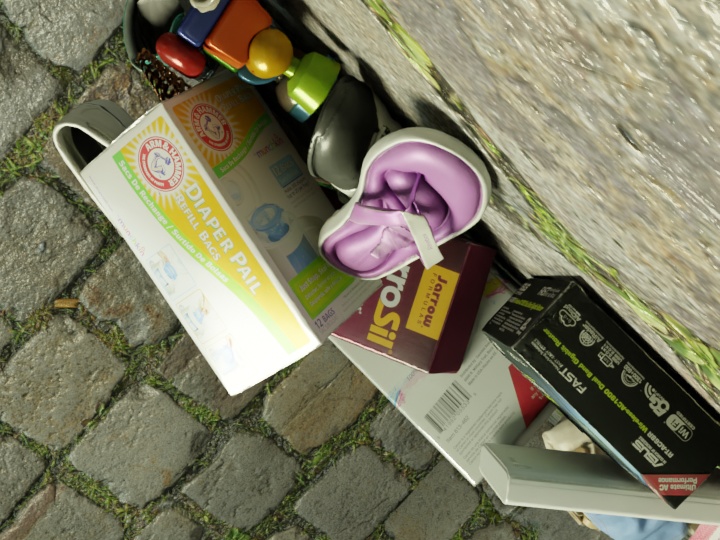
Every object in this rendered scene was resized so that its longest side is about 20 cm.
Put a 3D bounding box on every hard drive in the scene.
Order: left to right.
[{"bbox_3d":[0.199,0.165,0.853,0.196,0.027,0.132,7,180,-2],"label":"hard drive"}]

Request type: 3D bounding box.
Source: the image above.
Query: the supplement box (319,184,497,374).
[{"bbox_3d":[0.000,0.000,0.924,0.197,0.112,0.085,20,-176,21],"label":"supplement box"}]

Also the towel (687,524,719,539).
[{"bbox_3d":[0.271,0.237,0.821,0.030,0.146,0.200,48,179,-5],"label":"towel"}]

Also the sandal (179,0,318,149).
[{"bbox_3d":[-0.084,-0.178,0.845,0.200,0.045,0.075,48,172,8],"label":"sandal"}]

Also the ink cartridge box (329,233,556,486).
[{"bbox_3d":[0.086,0.062,0.977,0.200,0.146,0.083,44,-167,18],"label":"ink cartridge box"}]

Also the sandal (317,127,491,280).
[{"bbox_3d":[0.024,-0.025,0.703,0.081,0.051,0.203,21,156,-9],"label":"sandal"}]

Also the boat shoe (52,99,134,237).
[{"bbox_3d":[-0.170,-0.045,0.883,0.200,0.073,0.065,45,-155,-5],"label":"boat shoe"}]

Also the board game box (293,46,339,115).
[{"bbox_3d":[-0.039,-0.150,0.929,0.096,0.030,0.200,45,177,-29],"label":"board game box"}]

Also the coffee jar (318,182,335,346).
[{"bbox_3d":[-0.037,-0.025,1.112,0.103,0.085,0.203,-13,103,40],"label":"coffee jar"}]

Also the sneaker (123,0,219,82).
[{"bbox_3d":[-0.143,-0.193,1.005,0.201,0.084,0.121,49,-155,2],"label":"sneaker"}]

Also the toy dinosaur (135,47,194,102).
[{"bbox_3d":[-0.148,-0.098,0.979,0.200,0.101,0.137,44,-142,-23],"label":"toy dinosaur"}]

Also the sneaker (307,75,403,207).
[{"bbox_3d":[0.023,-0.070,0.772,0.087,0.075,0.200,24,172,18],"label":"sneaker"}]

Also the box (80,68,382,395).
[{"bbox_3d":[-0.093,-0.032,0.818,0.202,0.101,0.112,57,-145,-5],"label":"box"}]

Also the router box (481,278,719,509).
[{"bbox_3d":[0.167,0.079,0.794,0.150,0.062,0.200,45,180,1],"label":"router box"}]

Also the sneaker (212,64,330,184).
[{"bbox_3d":[-0.078,-0.118,0.968,0.070,0.076,0.200,43,179,34],"label":"sneaker"}]

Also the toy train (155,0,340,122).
[{"bbox_3d":[-0.062,-0.142,0.701,0.115,0.085,0.200,33,-178,-12],"label":"toy train"}]

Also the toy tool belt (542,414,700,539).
[{"bbox_3d":[0.259,0.210,1.022,0.200,0.125,0.123,43,-172,-31],"label":"toy tool belt"}]
